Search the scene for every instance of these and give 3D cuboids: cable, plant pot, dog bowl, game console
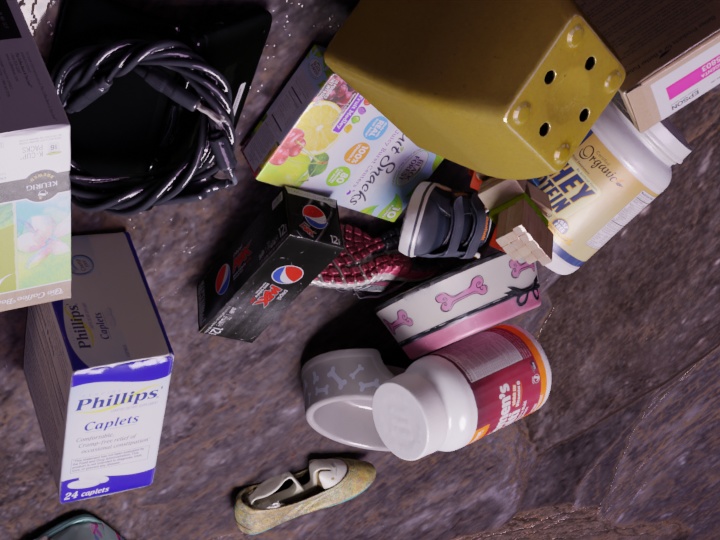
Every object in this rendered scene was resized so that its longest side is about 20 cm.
[{"bbox_3d":[-0.210,-0.128,1.294,0.198,0.051,0.164,-3,125,12],"label":"cable"},{"bbox_3d":[0.128,-0.198,1.347,0.196,0.200,0.194,-55,139,0],"label":"plant pot"},{"bbox_3d":[0.119,0.038,1.657,0.199,0.074,0.200,-23,176,-2],"label":"dog bowl"},{"bbox_3d":[-0.198,-0.171,1.359,0.176,0.116,0.201,-33,155,-48],"label":"game console"},{"bbox_3d":[0.023,0.161,1.743,0.198,0.059,0.201,6,154,3],"label":"dog bowl"}]

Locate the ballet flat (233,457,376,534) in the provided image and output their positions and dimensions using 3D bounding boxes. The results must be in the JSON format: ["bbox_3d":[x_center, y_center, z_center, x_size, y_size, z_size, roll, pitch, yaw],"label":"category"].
[{"bbox_3d":[-0.074,0.283,1.892,0.198,0.071,0.071,-21,141,-11],"label":"ballet flat"}]

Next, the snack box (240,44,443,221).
[{"bbox_3d":[-0.004,-0.137,1.487,0.199,0.053,0.142,15,125,-42],"label":"snack box"}]

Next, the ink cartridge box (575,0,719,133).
[{"bbox_3d":[0.319,-0.259,1.468,0.199,0.165,0.075,-32,141,3],"label":"ink cartridge box"}]

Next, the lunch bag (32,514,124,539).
[{"bbox_3d":[-0.362,0.396,1.820,0.160,0.077,0.200,-31,141,3],"label":"lunch bag"}]

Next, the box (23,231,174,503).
[{"bbox_3d":[-0.271,0.096,1.468,0.104,0.185,0.201,-7,137,-23],"label":"box"}]

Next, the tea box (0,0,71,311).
[{"bbox_3d":[-0.329,-0.098,1.210,0.132,0.201,0.198,-12,138,-21],"label":"tea box"}]

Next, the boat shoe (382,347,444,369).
[{"bbox_3d":[0.100,0.128,1.833,0.198,0.073,0.065,11,101,-30],"label":"boat shoe"}]

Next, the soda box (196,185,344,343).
[{"bbox_3d":[-0.098,-0.003,1.521,0.070,0.064,0.200,13,141,-31],"label":"soda box"}]

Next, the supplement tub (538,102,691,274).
[{"bbox_3d":[0.253,-0.110,1.603,0.200,0.145,0.144,-44,139,17],"label":"supplement tub"}]

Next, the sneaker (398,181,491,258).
[{"bbox_3d":[0.096,-0.052,1.544,0.200,0.079,0.079,-33,139,-73],"label":"sneaker"}]

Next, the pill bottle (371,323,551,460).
[{"bbox_3d":[0.114,0.138,1.630,0.199,0.110,0.110,-20,144,-39],"label":"pill bottle"}]

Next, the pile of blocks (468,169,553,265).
[{"bbox_3d":[0.153,-0.087,1.533,0.062,0.202,0.082,-27,145,29],"label":"pile of blocks"}]

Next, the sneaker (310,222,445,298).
[{"bbox_3d":[0.000,0.000,1.618,0.198,0.081,0.075,2,145,-30],"label":"sneaker"}]
